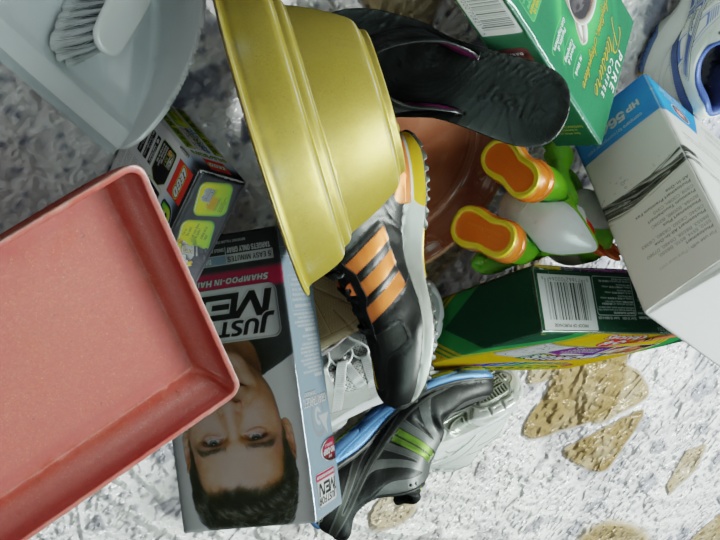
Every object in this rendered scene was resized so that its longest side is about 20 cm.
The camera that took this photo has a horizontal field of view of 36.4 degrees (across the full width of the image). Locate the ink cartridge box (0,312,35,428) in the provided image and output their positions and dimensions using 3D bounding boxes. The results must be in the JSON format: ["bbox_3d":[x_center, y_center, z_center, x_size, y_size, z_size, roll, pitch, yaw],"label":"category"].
[{"bbox_3d":[-0.273,0.074,0.684,0.076,0.136,0.200,2,120,-33],"label":"ink cartridge box"}]

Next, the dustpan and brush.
[{"bbox_3d":[-0.126,-0.186,0.646,0.140,0.057,0.200,44,63,-45],"label":"dustpan and brush"}]

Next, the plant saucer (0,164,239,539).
[{"bbox_3d":[-0.182,0.055,0.615,0.199,0.037,0.200,-34,138,-17],"label":"plant saucer"}]

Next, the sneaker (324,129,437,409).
[{"bbox_3d":[0.000,0.000,0.782,0.090,0.070,0.201,-1,90,-19],"label":"sneaker"}]

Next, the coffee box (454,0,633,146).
[{"bbox_3d":[0.132,-0.192,0.787,0.200,0.044,0.123,41,58,-45],"label":"coffee box"}]

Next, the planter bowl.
[{"bbox_3d":[-0.023,-0.092,0.669,0.083,0.201,0.201,-16,131,-1],"label":"planter bowl"}]

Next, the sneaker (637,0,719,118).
[{"bbox_3d":[0.302,-0.220,0.889,0.075,0.088,0.201,-4,122,-29],"label":"sneaker"}]

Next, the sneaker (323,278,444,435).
[{"bbox_3d":[-0.015,0.076,0.898,0.200,0.075,0.082,-43,136,2],"label":"sneaker"}]

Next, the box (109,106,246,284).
[{"bbox_3d":[-0.153,-0.001,0.729,0.035,0.110,0.200,14,113,-39],"label":"box"}]

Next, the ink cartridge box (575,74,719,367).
[{"bbox_3d":[0.261,-0.034,0.859,0.084,0.200,0.146,-37,131,28],"label":"ink cartridge box"}]

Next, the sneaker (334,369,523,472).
[{"bbox_3d":[0.062,0.162,1.014,0.199,0.078,0.100,-19,137,-17],"label":"sneaker"}]

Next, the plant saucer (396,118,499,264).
[{"bbox_3d":[0.027,-0.085,0.843,0.200,0.032,0.201,-18,129,-23],"label":"plant saucer"}]

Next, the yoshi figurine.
[{"bbox_3d":[0.138,-0.052,0.877,0.112,0.112,0.200,-18,166,31],"label":"yoshi figurine"}]

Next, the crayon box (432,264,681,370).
[{"bbox_3d":[0.165,0.047,0.941,0.199,0.058,0.172,3,163,-34],"label":"crayon box"}]

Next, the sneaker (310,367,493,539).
[{"bbox_3d":[0.035,0.151,0.925,0.199,0.083,0.071,-37,179,-16],"label":"sneaker"}]

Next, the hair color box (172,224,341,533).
[{"bbox_3d":[-0.080,0.075,0.766,0.099,0.201,0.061,-8,179,16],"label":"hair color box"}]

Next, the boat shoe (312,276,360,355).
[{"bbox_3d":[-0.077,0.057,0.847,0.200,0.072,0.065,-25,163,-3],"label":"boat shoe"}]

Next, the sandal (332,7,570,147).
[{"bbox_3d":[0.044,-0.133,0.738,0.200,0.048,0.076,11,94,1],"label":"sandal"}]
